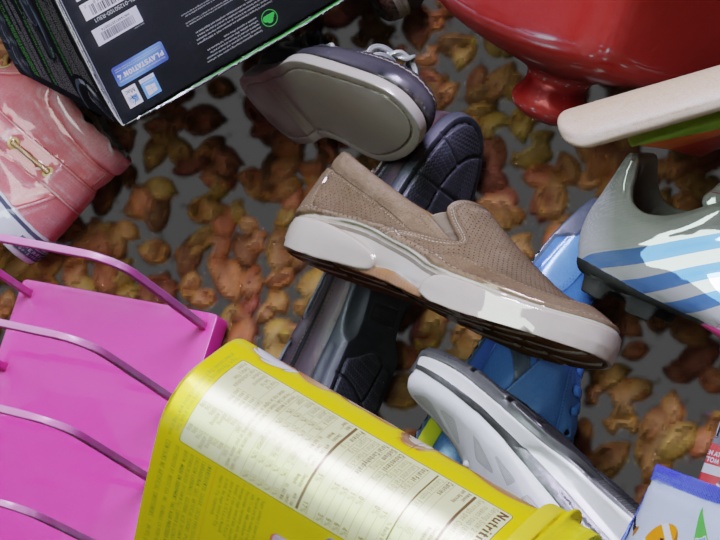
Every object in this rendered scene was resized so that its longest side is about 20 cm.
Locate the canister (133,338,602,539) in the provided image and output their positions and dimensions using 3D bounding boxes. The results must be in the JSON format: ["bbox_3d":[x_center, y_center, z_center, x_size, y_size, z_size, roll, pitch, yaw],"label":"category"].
[{"bbox_3d":[-0.002,0.136,1.382,0.200,0.087,0.149,29,128,20],"label":"canister"}]

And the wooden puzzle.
[{"bbox_3d":[0.211,-0.089,1.479,0.185,0.200,0.037,-16,89,22],"label":"wooden puzzle"}]

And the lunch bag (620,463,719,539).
[{"bbox_3d":[0.185,0.195,1.322,0.200,0.124,0.170,23,87,28],"label":"lunch bag"}]

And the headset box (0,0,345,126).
[{"bbox_3d":[-0.112,-0.174,1.656,0.174,0.093,0.200,-32,23,-15],"label":"headset box"}]

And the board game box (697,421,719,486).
[{"bbox_3d":[0.205,0.174,1.439,0.200,0.062,0.200,-41,54,9],"label":"board game box"}]

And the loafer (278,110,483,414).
[{"bbox_3d":[0.000,0.000,1.617,0.063,0.072,0.200,19,82,37],"label":"loafer"}]

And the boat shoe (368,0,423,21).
[{"bbox_3d":[0.004,-0.236,1.712,0.075,0.075,0.203,-27,61,4],"label":"boat shoe"}]

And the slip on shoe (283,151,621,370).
[{"bbox_3d":[0.051,-0.006,1.512,0.200,0.076,0.061,21,83,38],"label":"slip on shoe"}]

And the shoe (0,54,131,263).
[{"bbox_3d":[-0.218,-0.101,1.775,0.091,0.071,0.200,-42,61,4],"label":"shoe"}]

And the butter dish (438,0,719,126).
[{"bbox_3d":[0.120,-0.147,1.568,0.199,0.200,0.148,30,109,35],"label":"butter dish"}]

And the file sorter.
[{"bbox_3d":[-0.188,0.090,1.643,0.139,0.125,0.201,10,74,30],"label":"file sorter"}]

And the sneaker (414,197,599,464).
[{"bbox_3d":[0.091,0.059,1.555,0.078,0.066,0.200,31,79,8],"label":"sneaker"}]

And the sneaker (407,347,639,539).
[{"bbox_3d":[0.067,0.130,1.454,0.115,0.076,0.200,-50,57,3],"label":"sneaker"}]

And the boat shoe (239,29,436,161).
[{"bbox_3d":[-0.003,-0.107,1.623,0.063,0.073,0.200,-44,19,-14],"label":"boat shoe"}]

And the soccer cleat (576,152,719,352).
[{"bbox_3d":[0.202,0.003,1.486,0.200,0.070,0.087,24,100,21],"label":"soccer cleat"}]
